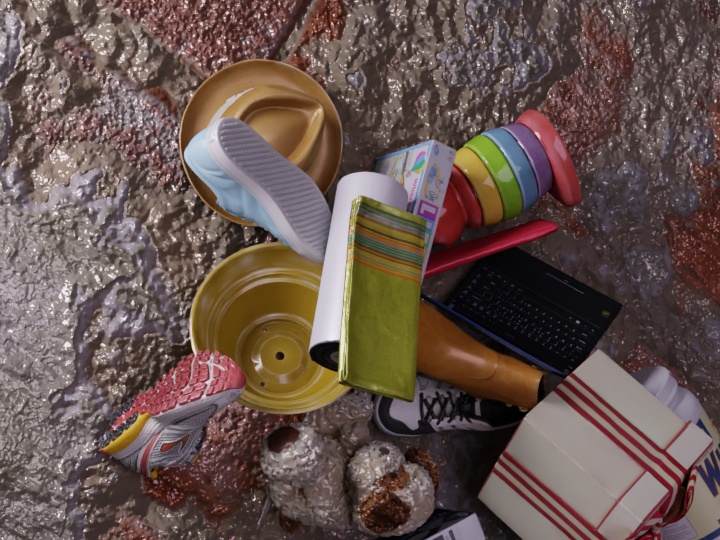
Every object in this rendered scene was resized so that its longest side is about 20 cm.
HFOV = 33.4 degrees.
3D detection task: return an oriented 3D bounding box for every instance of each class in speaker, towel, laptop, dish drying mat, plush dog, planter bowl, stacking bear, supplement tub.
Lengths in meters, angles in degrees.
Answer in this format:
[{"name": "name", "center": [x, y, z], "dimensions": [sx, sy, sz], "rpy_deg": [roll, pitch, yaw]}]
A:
[{"name": "speaker", "center": [0.000, 0.000, 1.249], "dimensions": [0.080, 0.081, 0.202], "rpy_deg": [19, 61, -20]}, {"name": "towel", "center": [0.024, 0.026, 1.193], "dimensions": [0.085, 0.018, 0.203], "rpy_deg": [15, 62, -21]}, {"name": "laptop", "center": [0.185, 0.035, 1.360], "dimensions": [0.176, 0.104, 0.200], "rpy_deg": [30, 56, 20]}, {"name": "dish drying mat", "center": [0.127, -0.020, 1.388], "dimensions": [0.197, 0.077, 0.018], "rpy_deg": [-18, 98, -6]}, {"name": "plush dog", "center": [-0.004, 0.231, 1.277], "dimensions": [0.170, 0.200, 0.163], "rpy_deg": [13, 107, 19]}, {"name": "planter bowl", "center": [-0.085, 0.077, 1.295], "dimensions": [0.197, 0.084, 0.203], "rpy_deg": [3, 60, -6]}, {"name": "stacking bear", "center": [0.141, -0.097, 1.416], "dimensions": [0.198, 0.122, 0.115], "rpy_deg": [-29, 128, -11]}, {"name": "supplement tub", "center": [0.372, 0.233, 1.454], "dimensions": [0.145, 0.145, 0.201], "rpy_deg": [-39, 99, -22]}]

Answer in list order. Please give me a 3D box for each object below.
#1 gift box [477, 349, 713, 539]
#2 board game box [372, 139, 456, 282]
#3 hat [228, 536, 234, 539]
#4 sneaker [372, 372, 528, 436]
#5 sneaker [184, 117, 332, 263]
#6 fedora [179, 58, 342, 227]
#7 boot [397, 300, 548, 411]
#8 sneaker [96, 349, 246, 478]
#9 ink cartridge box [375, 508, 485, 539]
[{"name": "gift box", "center": [0.252, 0.239, 1.312], "dimensions": [0.186, 0.186, 0.199], "rpy_deg": [39, 52, 18]}, {"name": "board game box", "center": [0.036, -0.038, 1.347], "dimensions": [0.034, 0.134, 0.203], "rpy_deg": [22, 77, -24]}, {"name": "hat", "center": [-0.116, 0.385, 1.211], "dimensions": [0.199, 0.176, 0.167], "rpy_deg": [36, 72, -15]}, {"name": "sneaker", "center": [0.113, 0.150, 1.385], "dimensions": [0.197, 0.087, 0.077], "rpy_deg": [-4, 87, -22]}, {"name": "sneaker", "center": [-0.105, -0.079, 1.269], "dimensions": [0.200, 0.081, 0.074], "rpy_deg": [49, 48, -26]}, {"name": "fedora", "center": [-0.100, -0.148, 1.330], "dimensions": [0.198, 0.082, 0.204], "rpy_deg": [3, 83, -23]}, {"name": "boot", "center": [0.123, 0.093, 1.270], "dimensions": [0.142, 0.201, 0.072], "rpy_deg": [16, 77, 25]}, {"name": "sneaker", "center": [-0.179, 0.149, 1.219], "dimensions": [0.082, 0.199, 0.078], "rpy_deg": [42, 40, -20]}, {"name": "ink cartridge box", "center": [0.032, 0.322, 1.325], "dimensions": [0.198, 0.099, 0.040], "rpy_deg": [-24, 93, -25]}]
